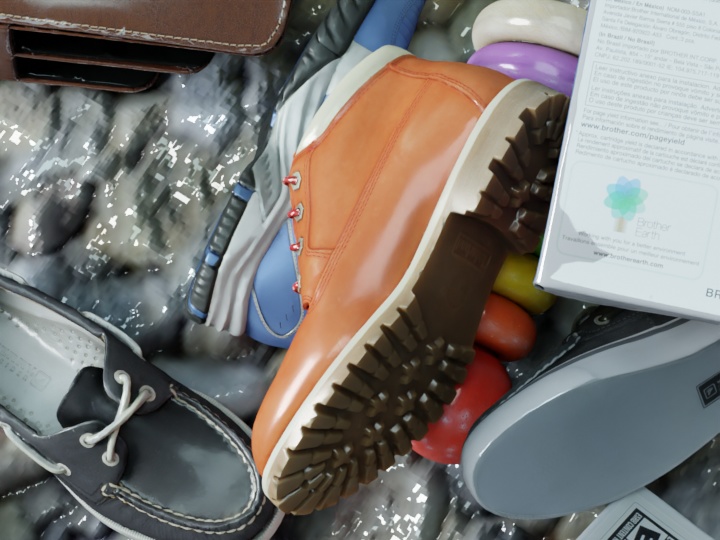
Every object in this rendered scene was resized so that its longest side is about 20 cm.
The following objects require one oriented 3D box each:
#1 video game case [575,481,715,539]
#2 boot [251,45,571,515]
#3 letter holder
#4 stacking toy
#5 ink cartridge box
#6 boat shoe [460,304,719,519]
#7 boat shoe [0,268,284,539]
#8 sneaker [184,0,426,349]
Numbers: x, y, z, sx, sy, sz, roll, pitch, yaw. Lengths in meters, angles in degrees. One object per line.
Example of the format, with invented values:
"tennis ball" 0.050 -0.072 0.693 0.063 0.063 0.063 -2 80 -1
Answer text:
"video game case" 0.121 0.195 0.728 0.181 0.022 0.200 36 51 20
"boot" 0.000 0.000 0.789 0.107 0.075 0.201 27 82 33
"letter holder" -0.095 -0.192 0.900 0.140 0.101 0.202 5 81 -7
"stacking toy" 0.061 -0.014 0.835 0.085 0.085 0.202 17 77 15
"ink cartridge box" 0.155 -0.077 0.735 0.135 0.076 0.202 11 91 13
"boat shoe" 0.123 0.034 0.808 0.199 0.070 0.066 -30 37 -7
"boat shoe" -0.121 0.058 0.845 0.199 0.060 0.074 35 78 19
"sneaker" -0.009 -0.053 0.872 0.076 0.076 0.202 25 75 -5
